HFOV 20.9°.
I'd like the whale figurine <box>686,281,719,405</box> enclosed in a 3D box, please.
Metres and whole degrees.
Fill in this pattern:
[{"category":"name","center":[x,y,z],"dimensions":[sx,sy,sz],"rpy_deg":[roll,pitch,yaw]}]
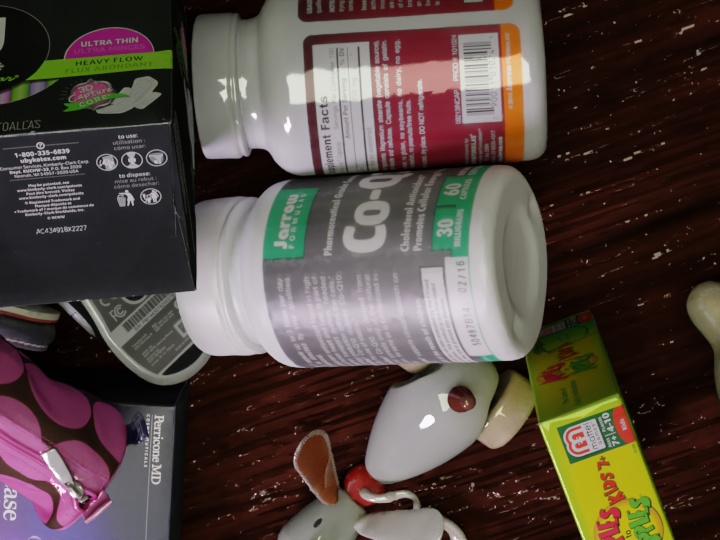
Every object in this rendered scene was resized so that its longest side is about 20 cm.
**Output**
[{"category":"whale figurine","center":[0.275,0.022,1.183],"dimensions":[0.159,0.104,0.200],"rpy_deg":[-2,77,3]}]

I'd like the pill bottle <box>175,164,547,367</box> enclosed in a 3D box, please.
[{"category":"pill bottle","center":[0.000,0.000,1.146],"dimensions":[0.200,0.113,0.113],"rpy_deg":[-3,102,22]}]

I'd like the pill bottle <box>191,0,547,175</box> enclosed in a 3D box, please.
[{"category":"pill bottle","center":[0.006,-0.114,1.143],"dimensions":[0.200,0.113,0.113],"rpy_deg":[-3,102,3]}]

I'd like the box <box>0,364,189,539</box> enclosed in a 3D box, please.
[{"category":"box","center":[-0.184,0.165,1.228],"dimensions":[0.141,0.079,0.200],"rpy_deg":[3,102,-1]}]

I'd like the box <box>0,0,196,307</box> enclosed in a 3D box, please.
[{"category":"box","center":[-0.168,-0.093,1.076],"dimensions":[0.148,0.200,0.124],"rpy_deg":[-4,134,-1]}]

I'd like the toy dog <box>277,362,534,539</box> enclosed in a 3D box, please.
[{"category":"toy dog","center":[0.027,0.117,1.198],"dimensions":[0.132,0.096,0.200],"rpy_deg":[18,102,-1]}]

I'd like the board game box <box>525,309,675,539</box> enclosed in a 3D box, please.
[{"category":"board game box","center":[0.137,0.098,1.137],"dimensions":[0.048,0.200,0.102],"rpy_deg":[-20,100,6]}]

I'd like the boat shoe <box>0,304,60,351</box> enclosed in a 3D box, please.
[{"category":"boat shoe","center":[-0.282,0.038,1.203],"dimensions":[0.200,0.071,0.063],"rpy_deg":[4,87,7]}]

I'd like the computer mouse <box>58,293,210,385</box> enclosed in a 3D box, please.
[{"category":"computer mouse","center":[-0.169,-0.011,1.197],"dimensions":[0.110,0.044,0.200],"rpy_deg":[-43,102,-24]}]

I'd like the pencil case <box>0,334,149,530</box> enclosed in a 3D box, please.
[{"category":"pencil case","center":[-0.221,0.067,1.091],"dimensions":[0.200,0.094,0.091],"rpy_deg":[36,107,-27]}]
